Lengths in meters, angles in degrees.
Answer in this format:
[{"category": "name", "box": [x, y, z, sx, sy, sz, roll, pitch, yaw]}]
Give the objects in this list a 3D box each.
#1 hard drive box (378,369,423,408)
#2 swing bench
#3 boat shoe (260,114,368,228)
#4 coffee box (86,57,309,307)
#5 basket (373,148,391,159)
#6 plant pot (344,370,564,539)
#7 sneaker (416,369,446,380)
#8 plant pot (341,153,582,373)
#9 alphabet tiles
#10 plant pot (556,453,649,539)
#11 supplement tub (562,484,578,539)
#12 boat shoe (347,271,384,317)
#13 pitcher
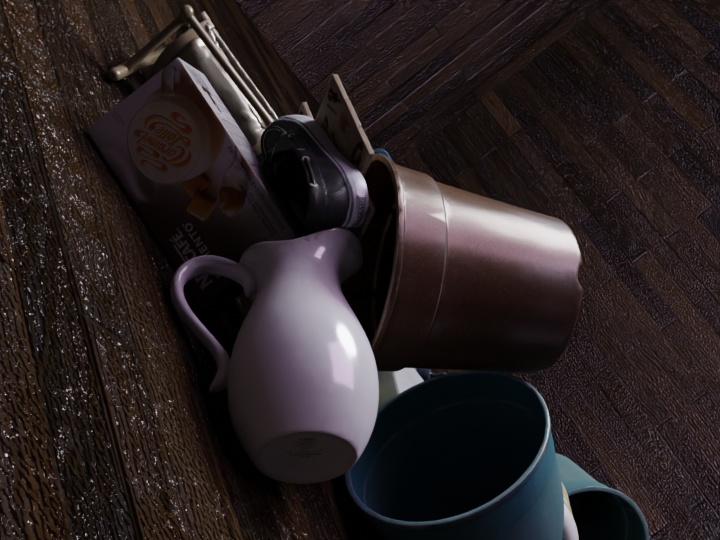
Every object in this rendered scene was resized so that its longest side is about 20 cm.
[{"category": "hard drive box", "box": [0.052, 0.185, 1.160, 0.157, 0.076, 0.200, 52, 8, -16]}, {"category": "swing bench", "box": [-0.179, -0.198, 1.193, 0.200, 0.129, 0.200, 53, 8, -10]}, {"category": "boat shoe", "box": [-0.057, -0.096, 0.903, 0.056, 0.070, 0.200, -3, 26, -27]}, {"category": "coffee box", "box": [-0.150, -0.080, 0.928, 0.202, 0.114, 0.080, 56, 7, 6]}, {"category": "basket", "box": [-0.010, -0.061, 1.325, 0.177, 0.199, 0.140, 52, -4, 47]}, {"category": "plant pot", "box": [0.107, 0.233, 0.941, 0.201, 0.197, 0.190, -111, 179, -62]}, {"category": "sneaker", "box": [0.063, 0.123, 1.450, 0.200, 0.084, 0.075, 49, 9, -36]}, {"category": "plant pot", "box": [0.088, 0.009, 0.920, 0.195, 0.203, 0.201, 9, 25, -17]}, {"category": "alphabet tiles", "box": [-0.037, -0.078, 0.940, 0.007, 0.201, 0.169, -5, 55, -27]}, {"category": "plant pot", "box": [0.316, 0.392, 1.532, 0.201, 0.199, 0.196, 52, 0, -15]}, {"category": "supplement tub", "box": [0.193, 0.312, 1.225, 0.146, 0.144, 0.200, 54, 8, 3]}, {"category": "boat shoe", "box": [-0.035, -0.011, 1.041, 0.075, 0.065, 0.202, 96, -29, -70]}, {"category": "pitcher", "box": [-0.073, 0.065, 0.799, 0.122, 0.168, 0.202, 91, -5, -50]}]
